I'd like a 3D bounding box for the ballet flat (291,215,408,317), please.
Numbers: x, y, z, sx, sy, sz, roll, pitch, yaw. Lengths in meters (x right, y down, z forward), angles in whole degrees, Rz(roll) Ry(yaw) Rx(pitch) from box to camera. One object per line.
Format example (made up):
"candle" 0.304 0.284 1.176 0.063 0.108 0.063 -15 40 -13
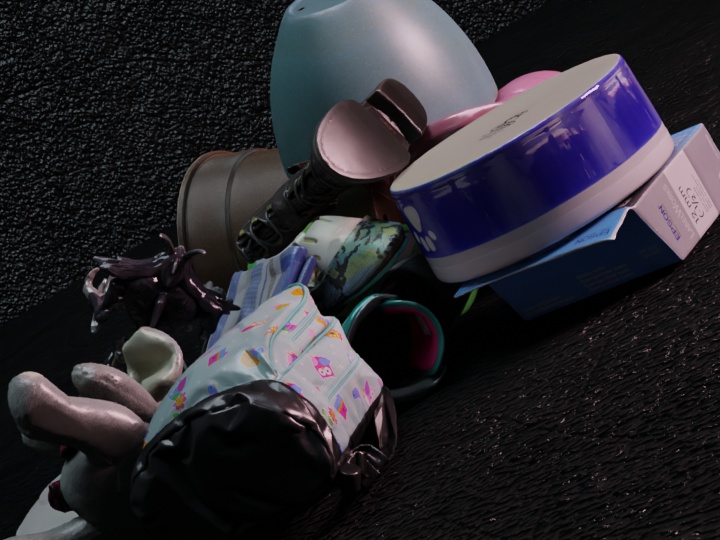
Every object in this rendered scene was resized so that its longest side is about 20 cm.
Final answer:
"ballet flat" -0.021 -0.007 1.518 0.074 0.074 0.200 -33 -4 -21

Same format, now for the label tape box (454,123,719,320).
"label tape box" 0.175 -0.022 1.451 0.143 0.066 0.200 -23 14 37

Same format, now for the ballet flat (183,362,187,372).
"ballet flat" -0.166 0.112 1.680 0.067 0.064 0.200 -20 17 -9

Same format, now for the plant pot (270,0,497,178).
"plant pot" 0.002 -0.179 1.710 0.200 0.135 0.200 -21 22 9

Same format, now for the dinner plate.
"dinner plate" -0.219 0.174 1.737 0.200 0.024 0.200 -30 8 5

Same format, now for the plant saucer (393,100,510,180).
"plant saucer" 0.128 -0.071 1.628 0.200 0.051 0.201 -3 -25 -2

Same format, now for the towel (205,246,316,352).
"towel" -0.091 0.056 1.531 0.147 0.024 0.200 -69 14 -11

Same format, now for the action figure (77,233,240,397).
"action figure" -0.164 0.038 1.542 0.102 0.119 0.200 -88 19 -56

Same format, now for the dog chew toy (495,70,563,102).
"dog chew toy" 0.158 -0.117 1.748 0.124 0.125 0.200 -28 -4 13

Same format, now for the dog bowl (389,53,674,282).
"dog bowl" 0.124 -0.076 1.449 0.200 0.079 0.200 -30 10 6

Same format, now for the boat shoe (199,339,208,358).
"boat shoe" -0.113 0.091 1.722 0.073 0.065 0.200 -29 10 -8

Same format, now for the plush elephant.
"plush elephant" -0.182 0.132 1.446 0.200 0.165 0.155 -3 15 -19

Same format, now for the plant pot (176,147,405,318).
"plant pot" -0.032 -0.038 1.836 0.198 0.201 0.200 -14 16 29

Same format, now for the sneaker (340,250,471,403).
"sneaker" 0.035 0.039 1.474 0.200 0.084 0.121 -44 10 -28

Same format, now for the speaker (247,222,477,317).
"speaker" 0.000 0.000 1.664 0.200 0.089 0.088 3 29 41

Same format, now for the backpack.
"backpack" -0.059 0.097 1.320 0.167 0.127 0.200 -27 10 24

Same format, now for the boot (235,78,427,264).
"boot" -0.035 -0.062 1.557 0.174 0.069 0.200 -42 -1 26
